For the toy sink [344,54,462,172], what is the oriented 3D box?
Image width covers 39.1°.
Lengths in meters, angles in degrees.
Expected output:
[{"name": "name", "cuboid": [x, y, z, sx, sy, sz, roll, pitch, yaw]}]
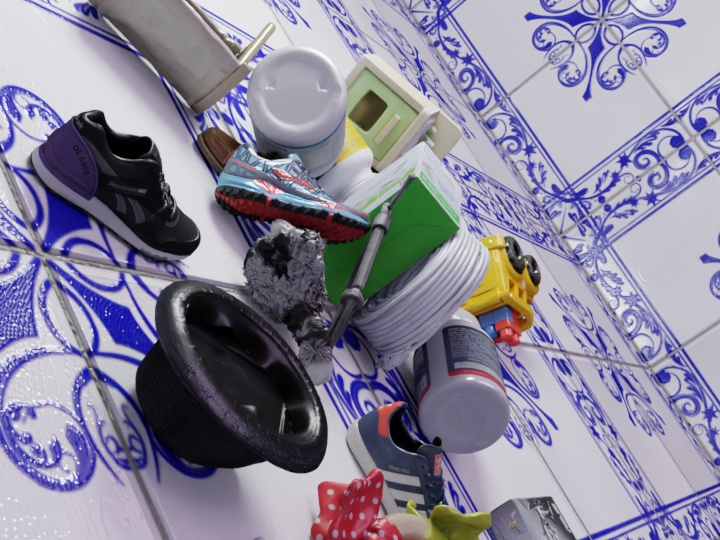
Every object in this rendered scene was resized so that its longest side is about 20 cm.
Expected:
[{"name": "toy sink", "cuboid": [0.050, -0.237, 1.648, 0.200, 0.131, 0.112, 42, 16, 1]}]

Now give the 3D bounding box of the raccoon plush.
[{"name": "raccoon plush", "cuboid": [-0.075, 0.034, 1.184, 0.134, 0.096, 0.202, 20, 64, -80]}]

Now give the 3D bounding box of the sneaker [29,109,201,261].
[{"name": "sneaker", "cuboid": [-0.214, -0.080, 0.989, 0.200, 0.087, 0.076, 35, 25, -44]}]

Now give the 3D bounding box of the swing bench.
[{"name": "swing bench", "cuboid": [-0.237, -0.326, 1.333, 0.199, 0.129, 0.200, 47, 24, -18]}]

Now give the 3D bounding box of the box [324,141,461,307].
[{"name": "box", "cuboid": [0.031, -0.062, 1.373, 0.097, 0.200, 0.177, 49, 18, -12]}]

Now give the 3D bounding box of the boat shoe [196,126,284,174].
[{"name": "boat shoe", "cuboid": [-0.123, -0.126, 1.324, 0.200, 0.068, 0.072, 41, 23, -28]}]

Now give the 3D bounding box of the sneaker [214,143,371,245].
[{"name": "sneaker", "cuboid": [-0.073, -0.101, 1.243, 0.199, 0.079, 0.096, 19, 63, -17]}]

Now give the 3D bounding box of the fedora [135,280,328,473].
[{"name": "fedora", "cuboid": [-0.120, 0.107, 0.867, 0.201, 0.091, 0.201, 46, 20, -21]}]

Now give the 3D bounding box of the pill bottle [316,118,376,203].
[{"name": "pill bottle", "cuboid": [-0.053, -0.181, 1.523, 0.201, 0.112, 0.112, 54, 18, 6]}]

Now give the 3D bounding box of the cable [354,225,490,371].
[{"name": "cable", "cuboid": [0.079, 0.024, 1.328, 0.069, 0.200, 0.200, 45, 15, -10]}]

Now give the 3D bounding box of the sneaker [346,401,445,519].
[{"name": "sneaker", "cuboid": [0.068, 0.233, 1.102, 0.201, 0.084, 0.075, 56, 19, 9]}]

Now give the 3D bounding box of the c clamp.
[{"name": "c clamp", "cuboid": [0.000, 0.000, 1.208, 0.027, 0.171, 0.201, 25, 54, -5]}]

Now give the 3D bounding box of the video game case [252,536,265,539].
[{"name": "video game case", "cuboid": [-0.043, 0.324, 0.768, 0.182, 0.023, 0.200, 49, 19, -11]}]

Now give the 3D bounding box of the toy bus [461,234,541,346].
[{"name": "toy bus", "cuboid": [0.256, 0.057, 1.832, 0.200, 0.135, 0.193, 33, 39, -51]}]

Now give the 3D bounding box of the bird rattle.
[{"name": "bird rattle", "cuboid": [0.043, 0.275, 0.955, 0.199, 0.112, 0.164, 27, 48, -47]}]

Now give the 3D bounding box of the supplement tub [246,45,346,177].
[{"name": "supplement tub", "cuboid": [-0.083, -0.207, 1.366, 0.132, 0.132, 0.200, 54, -6, 6]}]

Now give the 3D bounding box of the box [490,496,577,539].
[{"name": "box", "cuboid": [0.255, 0.393, 1.318, 0.158, 0.048, 0.201, 21, 36, -59]}]

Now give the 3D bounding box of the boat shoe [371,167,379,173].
[{"name": "boat shoe", "cuboid": [-0.021, -0.160, 1.647, 0.072, 0.072, 0.200, 25, 22, -45]}]

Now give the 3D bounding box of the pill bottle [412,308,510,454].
[{"name": "pill bottle", "cuboid": [0.131, 0.140, 1.370, 0.120, 0.119, 0.200, 45, 20, -22]}]
